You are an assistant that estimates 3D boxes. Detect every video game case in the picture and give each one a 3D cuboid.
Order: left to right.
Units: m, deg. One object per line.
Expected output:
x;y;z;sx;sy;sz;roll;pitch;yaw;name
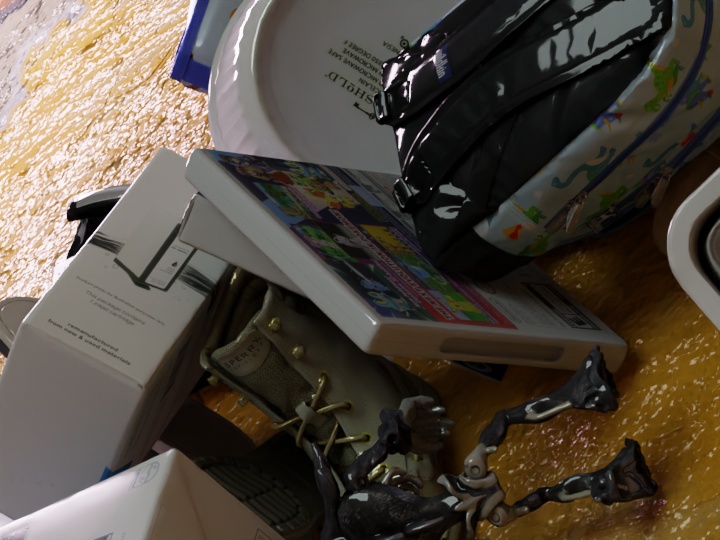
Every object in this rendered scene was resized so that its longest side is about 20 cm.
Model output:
0.024;-0.005;1.523;0.200;0.182;0.023;44;118;45;video game case

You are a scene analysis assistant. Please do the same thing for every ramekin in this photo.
0.008;-0.115;1.702;0.203;0.202;0.094;-55;-1;-12;ramekin

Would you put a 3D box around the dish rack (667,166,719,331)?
0.265;-0.017;1.305;0.200;0.172;0.044;-44;-16;12;dish rack

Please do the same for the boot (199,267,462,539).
-0.019;0.090;1.549;0.072;0.155;0.200;-39;27;20;boot

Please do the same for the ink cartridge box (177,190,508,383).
0.000;0.000;1.574;0.037;0.199;0.095;-65;-4;16;ink cartridge box

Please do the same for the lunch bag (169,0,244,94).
-0.028;-0.165;1.829;0.200;0.169;0.124;-75;8;-50;lunch bag

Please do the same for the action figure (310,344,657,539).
0.051;0.120;1.447;0.199;0.119;0.102;-23;-2;8;action figure

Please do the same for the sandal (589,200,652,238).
0.131;-0.052;1.598;0.200;0.079;0.087;-32;36;33;sandal

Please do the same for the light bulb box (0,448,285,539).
-0.115;0.225;1.476;0.199;0.198;0.125;-25;34;37;light bulb box

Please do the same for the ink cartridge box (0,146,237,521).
-0.141;0.044;1.628;0.146;0.084;0.200;-65;-4;38;ink cartridge box

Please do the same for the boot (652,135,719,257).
0.249;-0.051;1.430;0.175;0.066;0.200;-50;27;1;boot

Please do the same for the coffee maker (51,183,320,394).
-0.100;0.022;1.815;0.200;0.134;0.193;-24;62;42;coffee maker

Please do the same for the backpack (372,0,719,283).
0.119;-0.105;1.503;0.200;0.153;0.164;-53;37;37;backpack

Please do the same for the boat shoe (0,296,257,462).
-0.157;0.092;1.734;0.073;0.200;0.063;-42;-17;-52;boat shoe

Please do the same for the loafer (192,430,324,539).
-0.064;0.146;1.580;0.068;0.076;0.200;-60;-17;18;loafer

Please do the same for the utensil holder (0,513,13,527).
-0.230;0.224;1.689;0.200;0.170;0.170;10;63;56;utensil holder
